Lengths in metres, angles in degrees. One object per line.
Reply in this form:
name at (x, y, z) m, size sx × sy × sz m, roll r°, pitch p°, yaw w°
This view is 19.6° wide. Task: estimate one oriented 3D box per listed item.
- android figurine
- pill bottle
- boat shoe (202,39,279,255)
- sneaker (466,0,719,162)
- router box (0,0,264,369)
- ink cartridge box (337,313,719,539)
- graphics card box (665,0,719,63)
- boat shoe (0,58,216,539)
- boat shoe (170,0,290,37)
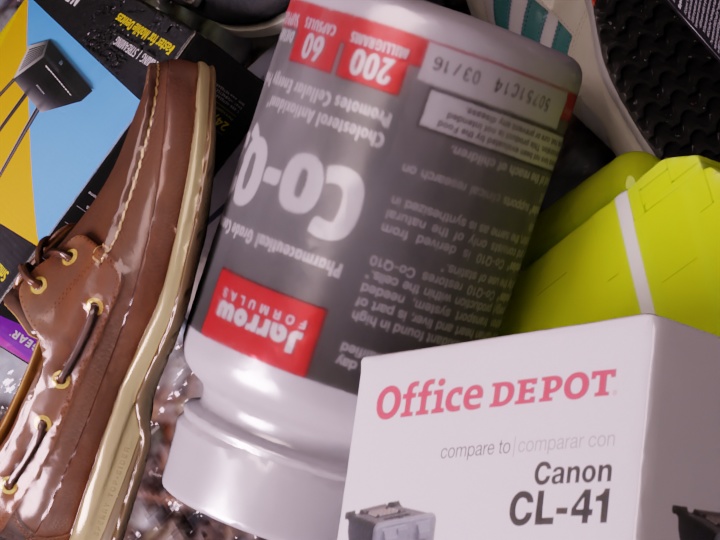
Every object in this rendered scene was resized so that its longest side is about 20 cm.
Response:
android figurine at (0.101, 0.039, 0.756) m, size 0.200 × 0.041 × 0.182 m, roll -41°, pitch 46°, yaw 37°
pill bottle at (0.000, 0.000, 0.781) m, size 0.114 × 0.114 × 0.200 m, roll 21°, pitch 94°, yaw 33°
boat shoe at (-0.045, -0.038, 0.894) m, size 0.200 × 0.065 × 0.074 m, roll -34°, pitch 33°, yaw 34°
sneaker at (0.093, -0.104, 0.856) m, size 0.070 × 0.093 × 0.200 m, roll -27°, pitch 80°, yaw -23°
router box at (-0.131, -0.052, 0.912) m, size 0.149 × 0.051 × 0.200 m, roll -54°, pitch 29°, yaw -1°
ink cartridge box at (0.060, 0.125, 0.663) m, size 0.148 × 0.086 × 0.200 m, roll -11°, pitch 67°, yaw 49°
graphics card box at (0.195, -0.086, 0.717) m, size 0.125 × 0.051 × 0.200 m, roll -26°, pitch 59°, yaw -18°
boat shoe at (-0.101, 0.013, 0.791) m, size 0.067 × 0.072 × 0.200 m, roll 15°, pitch 95°, yaw -8°
boat shoe at (-0.074, -0.143, 0.873) m, size 0.200 × 0.068 × 0.072 m, roll 23°, pitch 98°, yaw 54°
